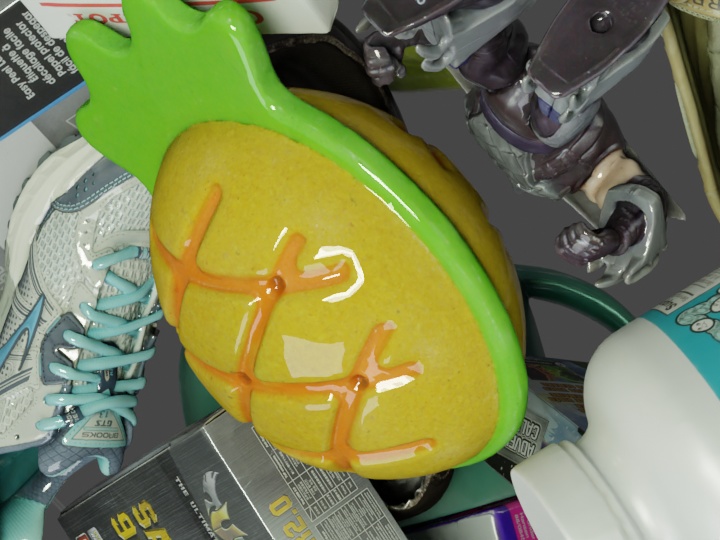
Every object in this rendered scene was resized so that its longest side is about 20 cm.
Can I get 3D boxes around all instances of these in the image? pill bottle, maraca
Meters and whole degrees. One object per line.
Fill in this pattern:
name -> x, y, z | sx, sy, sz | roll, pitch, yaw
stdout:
pill bottle -> 0.150, 0.044, 0.909 | 0.111, 0.199, 0.111 | 58, 174, 10
maraca -> -0.022, -0.012, 0.925 | 0.200, 0.107, 0.137 | 50, 143, -9

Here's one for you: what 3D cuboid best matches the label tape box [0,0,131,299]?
label tape box -> -0.161, -0.039, 1.052 | 0.199, 0.063, 0.144 | -33, 139, 7

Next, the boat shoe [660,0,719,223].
boat shoe -> 0.123, -0.080, 0.868 | 0.073, 0.063, 0.201 | 14, 157, 16

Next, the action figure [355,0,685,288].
action figure -> 0.053, -0.059, 0.907 | 0.130, 0.070, 0.200 | 36, 171, 13

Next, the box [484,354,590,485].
box -> 0.152, 0.083, 1.069 | 0.199, 0.040, 0.137 | 8, -163, -33

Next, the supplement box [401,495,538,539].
supplement box -> 0.086, 0.139, 1.171 | 0.101, 0.104, 0.199 | -17, 175, 37

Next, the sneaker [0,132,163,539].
sneaker -> -0.101, 0.030, 1.041 | 0.077, 0.087, 0.200 | 8, 130, -38

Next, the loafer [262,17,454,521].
loafer -> 0.000, 0.000, 1.024 | 0.072, 0.201, 0.071 | -19, -170, -6

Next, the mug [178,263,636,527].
mug -> 0.014, 0.044, 1.157 | 0.184, 0.115, 0.152 | -13, 177, -35

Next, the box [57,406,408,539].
box -> -0.019, 0.148, 1.047 | 0.201, 0.048, 0.158 | 57, 150, -1

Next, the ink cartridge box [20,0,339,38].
ink cartridge box -> -0.073, -0.135, 0.898 | 0.114, 0.068, 0.200 | 2, 151, 29
